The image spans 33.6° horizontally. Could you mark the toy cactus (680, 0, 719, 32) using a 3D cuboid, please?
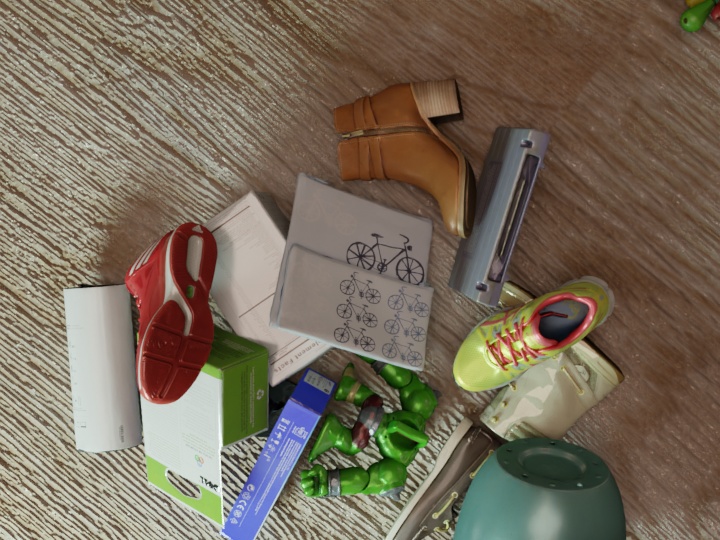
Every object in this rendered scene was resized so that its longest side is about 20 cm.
[{"bbox_3d":[0.427,-0.364,1.341,0.165,0.102,0.200,13,85,-4],"label":"toy cactus"}]

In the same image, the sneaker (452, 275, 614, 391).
[{"bbox_3d":[0.183,0.070,1.307,0.200,0.090,0.078,-35,88,15],"label":"sneaker"}]

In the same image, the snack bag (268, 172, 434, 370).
[{"bbox_3d":[0.000,0.000,1.357,0.188,0.021,0.200,18,64,-19],"label":"snack bag"}]

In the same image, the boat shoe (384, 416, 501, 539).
[{"bbox_3d":[0.092,0.271,1.407,0.060,0.072,0.200,33,90,7],"label":"boat shoe"}]

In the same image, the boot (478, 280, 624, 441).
[{"bbox_3d":[0.185,0.113,1.391,0.200,0.072,0.155,41,98,3],"label":"boot"}]

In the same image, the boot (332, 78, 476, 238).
[{"bbox_3d":[0.051,-0.120,1.389,0.155,0.074,0.200,-11,72,12],"label":"boot"}]

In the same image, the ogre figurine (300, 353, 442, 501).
[{"bbox_3d":[0.016,0.185,1.393,0.120,0.098,0.200,24,51,0],"label":"ogre figurine"}]

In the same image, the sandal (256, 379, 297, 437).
[{"bbox_3d":[-0.160,0.160,1.440,0.200,0.048,0.075,8,93,7],"label":"sandal"}]

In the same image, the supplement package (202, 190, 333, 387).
[{"bbox_3d":[-0.105,0.020,1.397,0.114,0.110,0.200,-34,88,6],"label":"supplement package"}]

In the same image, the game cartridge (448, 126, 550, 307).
[{"bbox_3d":[0.156,-0.064,1.357,0.038,0.130,0.200,16,94,-9],"label":"game cartridge"}]

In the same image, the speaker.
[{"bbox_3d":[-0.311,0.114,1.439,0.081,0.081,0.200,-5,91,6],"label":"speaker"}]

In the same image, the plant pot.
[{"bbox_3d":[0.201,0.282,1.312,0.200,0.201,0.161,8,108,6],"label":"plant pot"}]

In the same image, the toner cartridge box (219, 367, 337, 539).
[{"bbox_3d":[-0.095,0.219,1.388,0.043,0.095,0.200,28,111,2],"label":"toner cartridge box"}]

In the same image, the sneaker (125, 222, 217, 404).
[{"bbox_3d":[-0.216,0.052,1.313,0.078,0.116,0.200,23,70,-29],"label":"sneaker"}]

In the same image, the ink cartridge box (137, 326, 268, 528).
[{"bbox_3d":[-0.180,0.170,1.369,0.148,0.076,0.200,19,117,39],"label":"ink cartridge box"}]
